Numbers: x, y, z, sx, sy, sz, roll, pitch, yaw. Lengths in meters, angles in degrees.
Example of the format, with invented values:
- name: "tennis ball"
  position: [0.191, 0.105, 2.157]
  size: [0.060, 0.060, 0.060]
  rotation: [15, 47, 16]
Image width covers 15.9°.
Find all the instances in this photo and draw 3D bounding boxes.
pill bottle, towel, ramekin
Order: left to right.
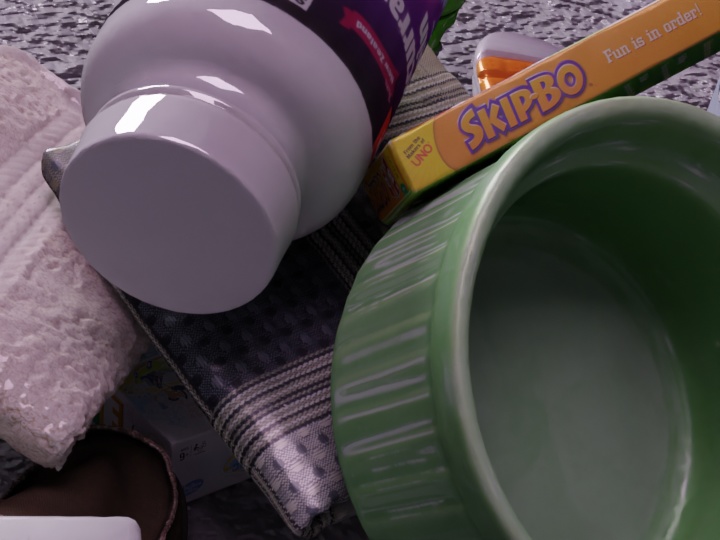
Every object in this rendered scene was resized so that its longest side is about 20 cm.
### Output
- name: "towel"
  position: [-0.128, -0.013, 0.991]
  size: [0.132, 0.035, 0.200]
  rotation: [37, 31, -3]
- name: "pill bottle"
  position: [-0.038, -0.080, 0.963]
  size: [0.111, 0.112, 0.200]
  rotation: [14, 45, 11]
- name: "towel"
  position: [0.000, 0.000, 1.010]
  size: [0.200, 0.035, 0.193]
  rotation: [-21, 61, -34]
- name: "ramekin"
  position: [0.086, 0.046, 0.924]
  size: [0.200, 0.201, 0.098]
  rotation: [-25, 3, -37]

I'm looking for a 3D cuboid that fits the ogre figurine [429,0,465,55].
- name: "ogre figurine"
  position: [-0.030, -0.153, 1.252]
  size: [0.199, 0.120, 0.098]
  rotation: [0, 31, -11]

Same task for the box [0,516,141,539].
- name: "box"
  position: [-0.165, 0.161, 0.754]
  size: [0.199, 0.153, 0.106]
  rotation: [1, 36, -7]

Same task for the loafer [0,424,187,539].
- name: "loafer"
  position: [-0.114, 0.112, 0.903]
  size: [0.073, 0.072, 0.200]
  rotation: [15, 36, 12]

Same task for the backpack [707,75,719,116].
- name: "backpack"
  position: [0.233, -0.052, 1.085]
  size: [0.199, 0.191, 0.154]
  rotation: [4, 35, -5]

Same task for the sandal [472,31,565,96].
- name: "sandal"
  position: [0.083, -0.034, 1.145]
  size: [0.079, 0.059, 0.207]
  rotation: [15, 35, -15]

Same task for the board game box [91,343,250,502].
- name: "board game box"
  position: [-0.032, 0.018, 1.081]
  size: [0.200, 0.034, 0.134]
  rotation: [-19, 43, -32]

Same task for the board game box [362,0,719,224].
- name: "board game box"
  position: [0.097, -0.077, 0.973]
  size: [0.200, 0.030, 0.096]
  rotation: [-25, -3, -8]
